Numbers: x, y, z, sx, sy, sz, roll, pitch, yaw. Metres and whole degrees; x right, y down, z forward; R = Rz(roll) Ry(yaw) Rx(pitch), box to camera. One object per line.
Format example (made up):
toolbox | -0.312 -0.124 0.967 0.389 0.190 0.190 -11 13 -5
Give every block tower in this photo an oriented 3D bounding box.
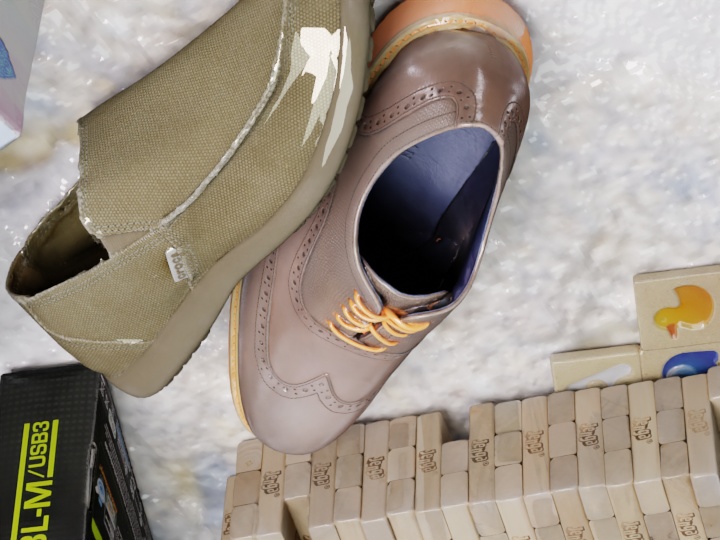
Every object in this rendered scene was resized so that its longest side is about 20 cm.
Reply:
block tower | 0.046 0.086 0.957 0.200 0.058 0.054 -11 129 11

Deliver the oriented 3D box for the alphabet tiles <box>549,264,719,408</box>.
alphabet tiles | 0.175 0.058 0.972 0.200 0.006 0.167 -7 130 6

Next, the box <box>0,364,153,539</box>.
box | -0.098 0.169 0.942 0.047 0.193 0.200 -6 130 6

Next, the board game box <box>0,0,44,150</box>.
board game box | -0.157 -0.149 0.676 0.043 0.199 0.200 -30 123 23

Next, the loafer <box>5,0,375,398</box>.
loafer | -0.058 -0.034 0.850 0.067 0.076 0.200 17 128 -22

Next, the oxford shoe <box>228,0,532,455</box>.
oxford shoe | 0.000 0.000 0.879 0.071 0.073 0.200 14 129 -12
